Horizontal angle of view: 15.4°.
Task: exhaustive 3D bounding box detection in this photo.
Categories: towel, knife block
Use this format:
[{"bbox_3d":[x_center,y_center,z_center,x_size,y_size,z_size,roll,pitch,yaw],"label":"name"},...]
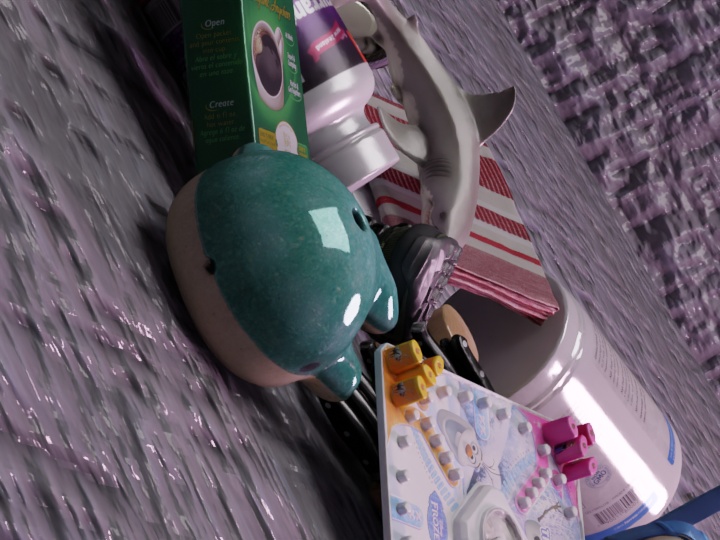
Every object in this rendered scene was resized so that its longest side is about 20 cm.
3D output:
[{"bbox_3d":[0.058,-0.049,1.907,0.143,0.023,0.201,23,30,-30],"label":"towel"},{"bbox_3d":[0.051,0.138,1.614,0.175,0.064,0.201,12,67,-43],"label":"knife block"}]

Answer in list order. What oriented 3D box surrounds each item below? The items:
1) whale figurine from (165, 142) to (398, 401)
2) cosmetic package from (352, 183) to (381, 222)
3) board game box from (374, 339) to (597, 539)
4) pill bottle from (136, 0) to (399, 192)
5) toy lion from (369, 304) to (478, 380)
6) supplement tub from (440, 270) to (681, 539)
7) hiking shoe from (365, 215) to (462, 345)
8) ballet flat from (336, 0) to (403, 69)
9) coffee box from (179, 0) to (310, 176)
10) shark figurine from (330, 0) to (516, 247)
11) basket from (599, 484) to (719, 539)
[{"bbox_3d":[-0.024,-0.006,1.513,0.200,0.103,0.160,4,61,-61],"label":"whale figurine"},{"bbox_3d":[-0.023,-0.068,1.898,0.201,0.051,0.151,59,9,3],"label":"cosmetic package"},{"bbox_3d":[0.083,0.158,1.548,0.200,0.026,0.201,26,52,-46],"label":"board game box"},{"bbox_3d":[-0.060,-0.138,1.759,0.201,0.111,0.111,59,11,0],"label":"pill bottle"},{"bbox_3d":[0.068,0.132,1.765,0.200,0.068,0.192,54,19,-28],"label":"toy lion"},{"bbox_3d":[0.142,0.105,1.961,0.200,0.131,0.132,51,14,-39],"label":"supplement tub"},{"bbox_3d":[0.000,0.000,1.692,0.100,0.076,0.200,28,-13,-4],"label":"hiking shoe"},{"bbox_3d":[-0.054,-0.201,1.869,0.199,0.072,0.072,24,19,-9],"label":"ballet flat"},{"bbox_3d":[-0.070,-0.113,1.635,0.123,0.044,0.202,11,72,-74],"label":"coffee box"},{"bbox_3d":[0.058,-0.128,1.839,0.128,0.089,0.216,-31,102,-72],"label":"shark figurine"},{"bbox_3d":[0.184,0.225,1.713,0.139,0.176,0.200,52,24,-16],"label":"basket"}]
